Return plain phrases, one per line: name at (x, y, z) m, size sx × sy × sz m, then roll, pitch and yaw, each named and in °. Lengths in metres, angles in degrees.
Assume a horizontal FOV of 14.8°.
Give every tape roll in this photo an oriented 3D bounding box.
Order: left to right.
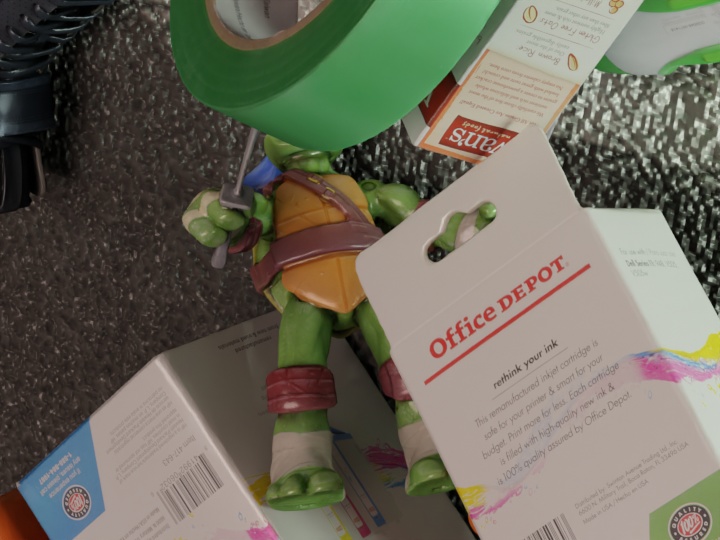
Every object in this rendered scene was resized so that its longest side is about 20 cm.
tape roll at (-0.001, -0.148, 1.115) m, size 0.200 × 0.048 × 0.200 m, roll -37°, pitch 41°, yaw 41°

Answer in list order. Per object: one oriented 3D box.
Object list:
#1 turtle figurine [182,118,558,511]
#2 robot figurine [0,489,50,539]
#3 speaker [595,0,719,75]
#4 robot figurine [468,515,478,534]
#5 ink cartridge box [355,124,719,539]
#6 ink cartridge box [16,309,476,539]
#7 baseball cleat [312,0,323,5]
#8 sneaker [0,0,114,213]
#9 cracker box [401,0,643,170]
turtle figurine at (0.000, 0.000, 1.237) m, size 0.200 × 0.144 × 0.194 m, roll -21°, pitch 72°, yaw 42°
robot figurine at (-0.143, 0.209, 1.424) m, size 0.144 × 0.117 × 0.200 m, roll -31°, pitch 84°, yaw -8°
speaker at (0.179, -0.135, 1.127) m, size 0.200 × 0.088 × 0.088 m, roll -11°, pitch 98°, yaw 36°
robot figurine at (0.145, 0.094, 1.200) m, size 0.200 × 0.117 × 0.144 m, roll -13°, pitch 78°, yaw 36°
ink cartridge box at (0.092, 0.053, 1.129) m, size 0.117 × 0.067 × 0.200 m, roll -37°, pitch 69°, yaw 30°
ink cartridge box at (-0.041, 0.138, 1.329) m, size 0.129 × 0.125 × 0.200 m, roll -40°, pitch 78°, yaw 37°
baseball cleat at (-0.032, -0.210, 1.255) m, size 0.106 × 0.070 × 0.200 m, roll -15°, pitch 95°, yaw 33°
sneaker at (-0.158, -0.102, 1.362) m, size 0.202 × 0.077 × 0.146 m, roll -2°, pitch 92°, yaw 44°
cracker box at (0.074, -0.157, 1.123) m, size 0.200 × 0.058 × 0.134 m, roll -55°, pitch 37°, yaw 29°
